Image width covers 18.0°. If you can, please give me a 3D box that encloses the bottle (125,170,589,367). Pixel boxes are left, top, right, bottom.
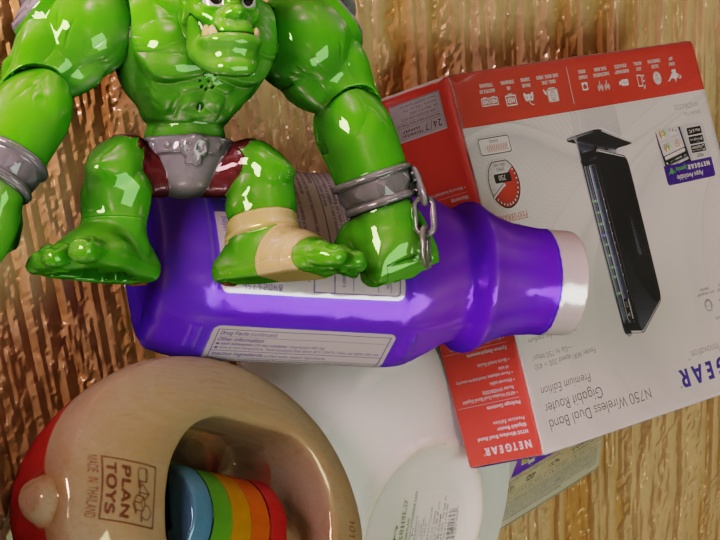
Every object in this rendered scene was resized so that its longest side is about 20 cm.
[{"bbox_3d":[0.000,0.000,0.972,0.199,0.084,0.065,3,140,-21],"label":"bottle"}]

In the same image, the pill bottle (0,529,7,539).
[{"bbox_3d":[-0.217,0.098,0.811,0.112,0.111,0.200,-54,144,-8],"label":"pill bottle"}]

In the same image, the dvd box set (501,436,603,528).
[{"bbox_3d":[0.083,0.049,1.216,0.146,0.029,0.201,-27,133,-37],"label":"dvd box set"}]

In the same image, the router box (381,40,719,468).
[{"bbox_3d":[0.111,-0.013,1.114,0.199,0.049,0.181,-13,89,-46],"label":"router box"}]

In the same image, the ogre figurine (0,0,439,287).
[{"bbox_3d":[-0.067,-0.055,0.882,0.098,0.198,0.121,114,-27,-80],"label":"ogre figurine"}]

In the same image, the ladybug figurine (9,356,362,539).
[{"bbox_3d":[-0.075,0.106,0.928,0.200,0.072,0.137,25,61,-52],"label":"ladybug figurine"}]

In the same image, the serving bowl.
[{"bbox_3d":[0.007,0.113,1.077,0.199,0.066,0.202,-19,117,-43],"label":"serving bowl"}]

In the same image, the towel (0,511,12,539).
[{"bbox_3d":[-0.120,0.174,1.048,0.200,0.036,0.149,26,94,-55],"label":"towel"}]
